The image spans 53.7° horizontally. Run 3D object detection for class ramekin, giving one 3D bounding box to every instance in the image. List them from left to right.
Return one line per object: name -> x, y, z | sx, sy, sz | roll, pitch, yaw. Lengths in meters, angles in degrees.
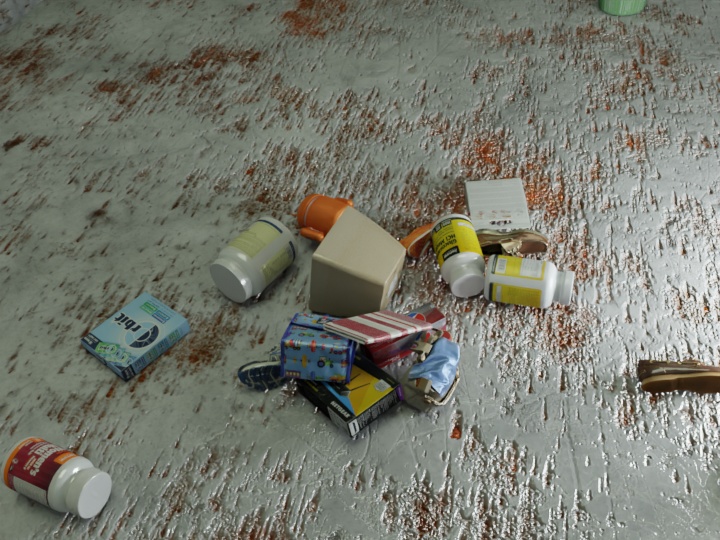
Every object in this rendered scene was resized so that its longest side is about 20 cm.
ramekin -> 1.038, -1.091, 2.815 | 0.199, 0.098, 0.201 | -3, 43, 3

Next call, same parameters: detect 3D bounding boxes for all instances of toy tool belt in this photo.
toy tool belt -> 0.162, 0.194, 1.514 | 0.124, 0.123, 0.200 | 26, 59, 4

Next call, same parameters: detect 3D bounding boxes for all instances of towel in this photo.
towel -> 0.037, 0.123, 1.530 | 0.199, 0.023, 0.144 | -8, 15, -42

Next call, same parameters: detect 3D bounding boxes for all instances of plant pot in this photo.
plant pot -> 0.000, 0.000, 1.726 | 0.176, 0.201, 0.200 | 21, 49, 13

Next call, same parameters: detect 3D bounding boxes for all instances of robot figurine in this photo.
robot figurine -> -0.088, -0.141, 1.935 | 0.199, 0.117, 0.144 | 23, 90, 28

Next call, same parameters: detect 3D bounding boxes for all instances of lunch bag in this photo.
lunch bag -> -0.085, 0.154, 1.572 | 0.150, 0.095, 0.200 | 5, 23, 4

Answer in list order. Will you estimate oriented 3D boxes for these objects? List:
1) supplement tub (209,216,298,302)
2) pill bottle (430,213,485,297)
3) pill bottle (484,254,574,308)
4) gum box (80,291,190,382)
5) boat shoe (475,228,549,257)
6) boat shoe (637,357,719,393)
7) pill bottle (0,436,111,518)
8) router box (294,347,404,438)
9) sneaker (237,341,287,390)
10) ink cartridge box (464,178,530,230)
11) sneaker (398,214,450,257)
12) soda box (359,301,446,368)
supplement tub -> -0.271, -0.027, 1.814 | 0.145, 0.145, 0.200 | 23, 51, 28
pill bottle -> 0.247, -0.036, 1.773 | 0.112, 0.113, 0.201 | -8, 48, -2
pill bottle -> 0.400, 0.029, 1.691 | 0.199, 0.112, 0.112 | 9, 45, 16
gum box -> -0.545, 0.156, 1.727 | 0.169, 0.045, 0.200 | 27, 54, 31
boat shoe -> 0.381, -0.059, 1.822 | 0.199, 0.076, 0.072 | 1, 46, 22
boat shoe -> 0.685, 0.213, 1.486 | 0.199, 0.071, 0.071 | 1, 47, 9
pill bottle -> -0.602, 0.412, 1.413 | 0.199, 0.110, 0.110 | 14, 47, 21
router box -> -0.026, 0.252, 1.530 | 0.149, 0.051, 0.200 | -32, 38, -25
sneaker -> -0.183, 0.208, 1.613 | 0.199, 0.077, 0.085 | -11, 38, -18
ink cartridge box -> 0.376, -0.171, 1.964 | 0.159, 0.047, 0.201 | -3, 48, 4
sneaker -> 0.185, -0.103, 1.893 | 0.199, 0.073, 0.077 | -26, 32, -26
soda box -> 0.098, 0.150, 1.635 | 0.199, 0.064, 0.070 | -24, 44, -17
